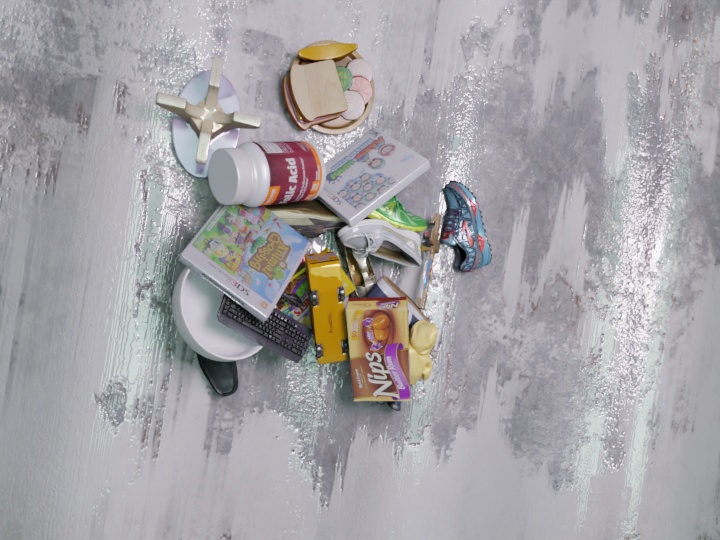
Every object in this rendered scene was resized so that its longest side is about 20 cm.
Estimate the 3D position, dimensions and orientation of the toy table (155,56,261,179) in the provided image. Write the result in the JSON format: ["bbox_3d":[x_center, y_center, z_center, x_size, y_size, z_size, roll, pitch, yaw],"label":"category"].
[{"bbox_3d":[-0.279,-0.278,1.054,0.180,0.117,0.204,-2,92,-17],"label":"toy table"}]

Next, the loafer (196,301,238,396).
[{"bbox_3d":[-0.283,0.147,1.089,0.067,0.070,0.204,-19,97,-12],"label":"loafer"}]

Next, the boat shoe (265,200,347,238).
[{"bbox_3d":[-0.097,-0.098,1.134,0.197,0.072,0.067,4,120,-2],"label":"boat shoe"}]

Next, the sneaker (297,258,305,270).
[{"bbox_3d":[-0.189,-0.029,1.105,0.197,0.087,0.075,18,87,-17],"label":"sneaker"}]

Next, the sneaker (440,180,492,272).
[{"bbox_3d":[0.214,-0.091,1.234,0.094,0.079,0.203,-23,98,-13],"label":"sneaker"}]

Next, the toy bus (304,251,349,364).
[{"bbox_3d":[-0.065,0.073,1.094,0.064,0.078,0.204,-8,111,-12],"label":"toy bus"}]

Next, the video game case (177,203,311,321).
[{"bbox_3d":[-0.199,-0.036,1.030,0.181,0.022,0.201,38,47,-13],"label":"video game case"}]

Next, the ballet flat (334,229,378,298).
[{"bbox_3d":[0.000,0.000,1.171,0.067,0.075,0.203,-21,98,-17],"label":"ballet flat"}]

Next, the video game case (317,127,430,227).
[{"bbox_3d":[0.007,-0.189,1.124,0.199,0.182,0.024,-37,138,-12],"label":"video game case"}]

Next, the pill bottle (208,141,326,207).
[{"bbox_3d":[-0.168,-0.177,1.048,0.198,0.113,0.117,-15,97,-45],"label":"pill bottle"}]

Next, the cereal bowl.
[{"bbox_3d":[-0.252,0.067,1.033,0.198,0.083,0.204,19,62,-41],"label":"cereal bowl"}]

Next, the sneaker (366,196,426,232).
[{"bbox_3d":[0.056,-0.134,1.185,0.197,0.074,0.085,22,89,-16],"label":"sneaker"}]

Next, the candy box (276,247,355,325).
[{"bbox_3d":[-0.116,0.054,1.133,0.199,0.026,0.103,-36,114,1],"label":"candy box"}]

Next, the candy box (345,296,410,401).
[{"bbox_3d":[0.037,0.152,1.097,0.114,0.057,0.204,-1,112,6],"label":"candy box"}]

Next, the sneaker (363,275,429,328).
[{"bbox_3d":[0.061,0.095,1.178,0.108,0.070,0.200,-44,137,4],"label":"sneaker"}]

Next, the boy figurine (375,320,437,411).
[{"bbox_3d":[0.091,0.188,1.174,0.123,0.065,0.202,22,108,-15],"label":"boy figurine"}]

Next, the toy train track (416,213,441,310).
[{"bbox_3d":[0.136,-0.021,1.203,0.032,0.115,0.204,8,80,17],"label":"toy train track"}]

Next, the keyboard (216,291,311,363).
[{"bbox_3d":[-0.164,0.076,1.050,0.199,0.020,0.129,36,53,-35],"label":"keyboard"}]

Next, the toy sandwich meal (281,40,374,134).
[{"bbox_3d":[-0.059,-0.368,1.142,0.201,0.070,0.210,-1,92,-17],"label":"toy sandwich meal"}]

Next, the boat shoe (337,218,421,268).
[{"bbox_3d":[0.044,-0.050,1.123,0.200,0.074,0.066,12,58,-40],"label":"boat shoe"}]
